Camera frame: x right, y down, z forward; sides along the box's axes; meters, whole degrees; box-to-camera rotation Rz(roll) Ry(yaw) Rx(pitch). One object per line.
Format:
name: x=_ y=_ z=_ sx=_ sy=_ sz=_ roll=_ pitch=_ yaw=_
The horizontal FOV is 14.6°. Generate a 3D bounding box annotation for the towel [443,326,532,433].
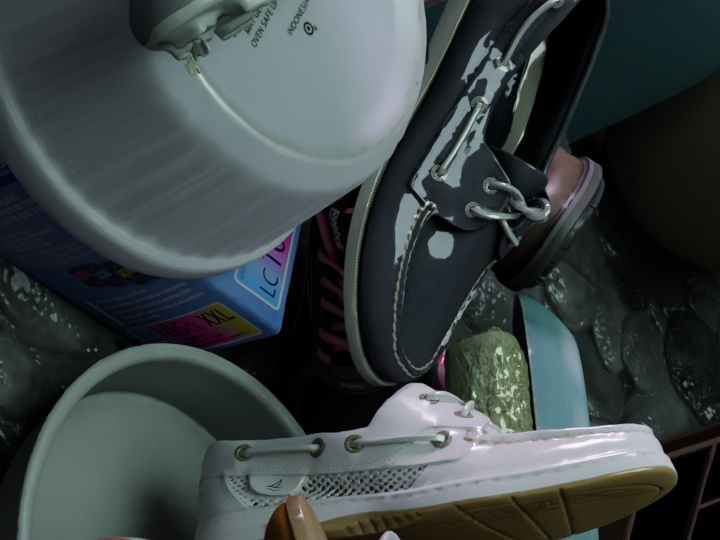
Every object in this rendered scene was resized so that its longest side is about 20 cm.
towel: x=0.059 y=0.124 z=1.260 sx=0.200 sy=0.036 sz=0.149 roll=87 pitch=0 yaw=-66

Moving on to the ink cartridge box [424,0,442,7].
ink cartridge box: x=-0.014 y=-0.210 z=1.293 sx=0.083 sy=0.146 sz=0.200 roll=-20 pitch=92 yaw=-49

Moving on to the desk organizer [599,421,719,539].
desk organizer: x=0.176 y=0.120 z=1.448 sx=0.200 sy=0.077 sz=0.072 roll=-12 pitch=85 yaw=-51

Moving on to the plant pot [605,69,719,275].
plant pot: x=0.211 y=-0.074 z=1.519 sx=0.200 sy=0.134 sz=0.201 roll=22 pitch=60 yaw=-45

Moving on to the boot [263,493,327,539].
boot: x=-0.066 y=0.187 z=1.062 sx=0.071 sy=0.144 sz=0.202 roll=-90 pitch=171 yaw=-70

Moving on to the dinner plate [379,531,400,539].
dinner plate: x=0.025 y=0.196 z=1.044 sx=0.200 sy=0.024 sz=0.201 roll=-16 pitch=90 yaw=-84

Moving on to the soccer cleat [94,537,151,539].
soccer cleat: x=-0.038 y=0.152 z=1.121 sx=0.200 sy=0.076 sz=0.067 roll=33 pitch=53 yaw=-39

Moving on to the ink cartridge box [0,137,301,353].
ink cartridge box: x=-0.113 y=-0.068 z=1.180 sx=0.200 sy=0.076 sz=0.137 roll=35 pitch=52 yaw=-35

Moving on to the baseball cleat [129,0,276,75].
baseball cleat: x=-0.043 y=-0.144 z=1.042 sx=0.107 sy=0.070 sz=0.200 roll=59 pitch=32 yaw=-4

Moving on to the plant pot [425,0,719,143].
plant pot: x=0.134 y=-0.173 z=1.413 sx=0.141 sy=0.200 sz=0.142 roll=37 pitch=51 yaw=-37

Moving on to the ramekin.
ramekin: x=-0.059 y=-0.104 z=1.122 sx=0.202 sy=0.094 sz=0.203 roll=20 pitch=61 yaw=-43

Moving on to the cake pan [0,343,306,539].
cake pan: x=-0.078 y=0.131 z=1.173 sx=0.200 sy=0.037 sz=0.201 roll=21 pitch=61 yaw=-44

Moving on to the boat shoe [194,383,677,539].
boat shoe: x=0.026 y=0.077 z=1.139 sx=0.071 sy=0.200 sz=0.069 roll=57 pitch=26 yaw=-63

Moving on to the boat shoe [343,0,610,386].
boat shoe: x=0.051 y=-0.043 z=1.201 sx=0.073 sy=0.063 sz=0.200 roll=36 pitch=71 yaw=-52

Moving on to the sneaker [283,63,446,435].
sneaker: x=0.000 y=0.000 z=1.244 sx=0.095 sy=0.079 sz=0.200 roll=25 pitch=71 yaw=-73

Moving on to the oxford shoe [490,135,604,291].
oxford shoe: x=0.059 y=-0.045 z=1.332 sx=0.084 sy=0.073 sz=0.200 roll=34 pitch=7 yaw=-16

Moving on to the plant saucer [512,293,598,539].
plant saucer: x=0.090 y=0.110 z=1.291 sx=0.200 sy=0.027 sz=0.201 roll=177 pitch=-90 yaw=-89
